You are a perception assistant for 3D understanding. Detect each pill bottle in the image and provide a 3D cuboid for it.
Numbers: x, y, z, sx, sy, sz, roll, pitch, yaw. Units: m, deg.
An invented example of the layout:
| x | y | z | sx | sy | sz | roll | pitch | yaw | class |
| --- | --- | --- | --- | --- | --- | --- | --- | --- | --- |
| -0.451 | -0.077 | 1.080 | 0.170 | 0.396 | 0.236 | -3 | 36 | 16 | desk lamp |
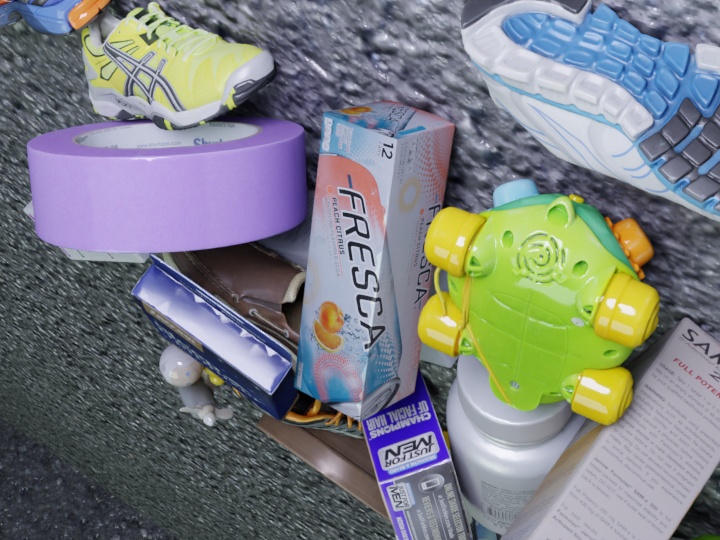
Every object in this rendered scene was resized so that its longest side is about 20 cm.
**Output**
| x | y | z | sx | sy | sz | roll | pitch | yaw | class |
| --- | --- | --- | --- | --- | --- | --- | --- | --- | --- |
| 0.125 | 0.122 | 0.917 | 0.113 | 0.115 | 0.201 | 28 | 156 | 23 | pill bottle |

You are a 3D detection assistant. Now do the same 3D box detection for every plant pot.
| x | y | z | sx | sy | sz | roll | pitch | yaw | class |
| --- | --- | --- | --- | --- | --- | --- | --- | --- | --- |
| -0.004 | 0.182 | 1.227 | 0.200 | 0.093 | 0.201 | 34 | 173 | 5 | plant pot |

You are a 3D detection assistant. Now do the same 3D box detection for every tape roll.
| x | y | z | sx | sy | sz | roll | pitch | yaw | class |
| --- | --- | --- | --- | --- | --- | --- | --- | --- | --- |
| -0.137 | -0.067 | 0.847 | 0.199 | 0.199 | 0.067 | 13 | 112 | 46 | tape roll |

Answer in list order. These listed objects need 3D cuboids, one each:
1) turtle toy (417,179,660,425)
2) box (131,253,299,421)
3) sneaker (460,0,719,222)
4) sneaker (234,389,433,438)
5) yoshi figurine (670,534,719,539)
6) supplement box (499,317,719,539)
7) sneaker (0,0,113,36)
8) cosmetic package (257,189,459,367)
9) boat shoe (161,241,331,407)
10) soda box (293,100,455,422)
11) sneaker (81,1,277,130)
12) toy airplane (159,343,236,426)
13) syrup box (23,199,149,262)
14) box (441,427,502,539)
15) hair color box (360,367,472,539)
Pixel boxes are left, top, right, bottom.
| x | y | z | sx | sy | sz | roll | pitch | yaw | class |
| --- | --- | --- | --- | --- | --- | --- | --- | --- | --- |
| 0.118 | 0.023 | 0.740 | 0.144 | 0.101 | 0.201 | 23 | 142 | 18 | turtle toy |
| -0.102 | 0.054 | 0.848 | 0.120 | 0.033 | 0.200 | 35 | 167 | 7 | box |
| 0.141 | -0.075 | 0.595 | 0.199 | 0.075 | 0.087 | 37 | 166 | 24 | sneaker |
| -0.024 | 0.122 | 1.102 | 0.197 | 0.079 | 0.077 | 9 | -175 | -14 | sneaker |
| 0.229 | 0.232 | 0.963 | 0.112 | 0.114 | 0.199 | 11 | 168 | -42 | yoshi figurine |
| 0.170 | 0.143 | 0.774 | 0.073 | 0.200 | 0.126 | 38 | 159 | 7 | supplement box |
| -0.274 | -0.238 | 0.918 | 0.198 | 0.076 | 0.079 | 10 | 136 | 36 | sneaker |
| 0.000 | 0.000 | 0.930 | 0.199 | 0.071 | 0.102 | 14 | 145 | 46 | cosmetic package |
| -0.058 | 0.017 | 0.886 | 0.201 | 0.075 | 0.075 | 37 | 141 | -5 | boat shoe |
| 0.008 | -0.007 | 0.781 | 0.063 | 0.068 | 0.203 | 22 | 117 | 33 | soda box |
| -0.146 | -0.154 | 0.864 | 0.198 | 0.075 | 0.077 | 7 | 126 | 39 | sneaker |
| -0.157 | 0.062 | 1.190 | 0.198 | 0.141 | 0.202 | -13 | 108 | 48 | toy airplane |
| -0.263 | -0.065 | 1.198 | 0.199 | 0.079 | 0.082 | 4 | 140 | 54 | syrup box |
| 0.125 | 0.250 | 1.098 | 0.119 | 0.041 | 0.203 | -7 | 89 | 60 | box |
| 0.031 | 0.123 | 0.968 | 0.201 | 0.064 | 0.110 | -110 | 2 | -48 | hair color box |
